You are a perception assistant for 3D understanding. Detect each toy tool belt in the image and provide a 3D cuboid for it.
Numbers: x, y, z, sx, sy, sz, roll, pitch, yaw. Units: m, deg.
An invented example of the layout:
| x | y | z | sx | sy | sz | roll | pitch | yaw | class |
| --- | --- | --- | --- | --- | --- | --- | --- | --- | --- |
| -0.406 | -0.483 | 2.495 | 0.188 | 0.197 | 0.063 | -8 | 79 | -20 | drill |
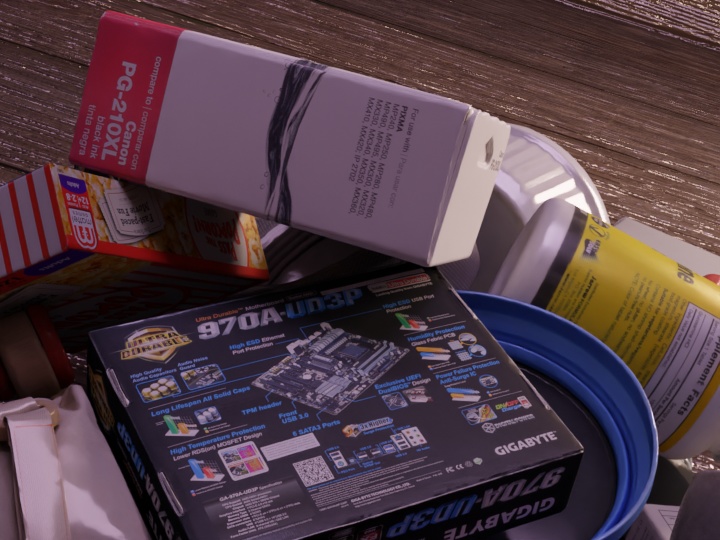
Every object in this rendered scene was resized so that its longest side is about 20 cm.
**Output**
| x | y | z | sx | sy | sz | roll | pitch | yaw | class |
| --- | --- | --- | --- | --- | --- | --- | --- | --- | --- |
| -0.173 | 0.112 | 0.612 | 0.122 | 0.125 | 0.200 | -23 | 55 | -14 | toy tool belt |

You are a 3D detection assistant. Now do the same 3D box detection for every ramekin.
| x | y | z | sx | sy | sz | roll | pitch | yaw | class |
| --- | --- | --- | --- | --- | --- | --- | --- | --- | --- |
| 0.077 | -0.007 | 0.957 | 0.202 | 0.203 | 0.094 | 27 | 22 | 22 | ramekin |

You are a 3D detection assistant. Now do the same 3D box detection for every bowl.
| x | y | z | sx | sy | sz | roll | pitch | yaw | class |
| --- | --- | --- | --- | --- | --- | --- | --- | --- | --- |
| 0.058 | 0.090 | 0.703 | 0.199 | 0.040 | 0.201 | 3 | 40 | -3 | bowl |

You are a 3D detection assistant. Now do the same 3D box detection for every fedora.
| x | y | z | sx | sy | sz | roll | pitch | yaw | class |
| --- | --- | --- | --- | --- | --- | --- | --- | --- | --- |
| 0.000 | 0.000 | 0.856 | 0.200 | 0.091 | 0.177 | -34 | 23 | -18 | fedora |

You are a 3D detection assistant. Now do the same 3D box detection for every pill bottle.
| x | y | z | sx | sy | sz | roll | pitch | yaw | class |
| --- | --- | --- | --- | --- | --- | --- | --- | --- | --- |
| 0.179 | 0.047 | 0.824 | 0.199 | 0.113 | 0.113 | 29 | 23 | 0 | pill bottle |

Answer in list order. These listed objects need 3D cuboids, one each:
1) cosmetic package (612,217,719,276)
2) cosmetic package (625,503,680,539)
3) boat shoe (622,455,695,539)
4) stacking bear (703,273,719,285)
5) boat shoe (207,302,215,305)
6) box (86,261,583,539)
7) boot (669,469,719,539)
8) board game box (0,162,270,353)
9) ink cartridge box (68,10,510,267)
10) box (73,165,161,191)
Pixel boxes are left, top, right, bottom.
| x | y | z | sx | sy | sz | roll | pitch | yaw | class |
| --- | --- | --- | --- | --- | --- | --- | --- | --- | --- |
| 0.286 | 0.044 | 1.114 | 0.199 | 0.107 | 0.090 | 28 | 26 | 21 | cosmetic package |
| 0.224 | 0.219 | 0.718 | 0.103 | 0.073 | 0.200 | 9 | 24 | -16 | cosmetic package |
| 0.191 | 0.130 | 0.900 | 0.071 | 0.070 | 0.201 | -1 | 28 | -33 | boat shoe |
| 0.175 | 0.044 | 1.047 | 0.199 | 0.122 | 0.114 | 15 | 14 | 20 | stacking bear |
| -0.093 | 0.034 | 0.903 | 0.071 | 0.068 | 0.200 | -10 | 43 | -23 | boat shoe |
| -0.016 | 0.074 | 0.639 | 0.199 | 0.046 | 0.159 | -13 | 42 | -25 | box |
| 0.194 | 0.212 | 0.581 | 0.181 | 0.073 | 0.200 | 34 | 54 | 2 | boot |
| -0.164 | 0.001 | 0.720 | 0.151 | 0.047 | 0.200 | -20 | -12 | 22 | board game box |
| -0.031 | -0.069 | 0.706 | 0.199 | 0.085 | 0.145 | 16 | 6 | 12 | ink cartridge box |
| -0.155 | -0.051 | 0.901 | 0.049 | 0.201 | 0.161 | 4 | 27 | -32 | box |
